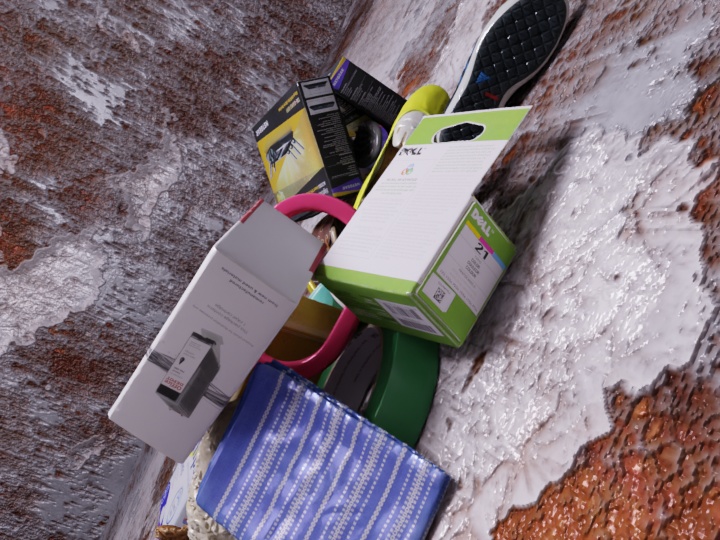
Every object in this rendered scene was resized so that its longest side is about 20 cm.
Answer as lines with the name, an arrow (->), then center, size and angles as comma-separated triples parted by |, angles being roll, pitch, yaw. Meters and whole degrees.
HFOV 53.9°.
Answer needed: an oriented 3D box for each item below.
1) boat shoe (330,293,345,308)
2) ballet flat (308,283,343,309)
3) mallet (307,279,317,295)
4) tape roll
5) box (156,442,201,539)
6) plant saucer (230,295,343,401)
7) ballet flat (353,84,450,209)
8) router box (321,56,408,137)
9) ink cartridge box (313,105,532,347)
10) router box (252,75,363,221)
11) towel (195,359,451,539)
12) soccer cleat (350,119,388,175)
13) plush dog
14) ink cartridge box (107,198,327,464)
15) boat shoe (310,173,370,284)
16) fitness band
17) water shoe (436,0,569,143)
boat shoe -> 0.000, 0.000, 0.882 | 0.200, 0.066, 0.057 | -101, 33, -71
ballet flat -> -0.063, 0.107, 0.953 | 0.201, 0.067, 0.070 | -59, 40, 19
mallet -> -0.088, -0.013, 1.049 | 0.066, 0.041, 0.201 | -46, 63, 39
tape roll -> 0.004, 0.129, 0.699 | 0.201, 0.048, 0.201 | -56, 17, 27
box -> -0.198, 0.295, 1.000 | 0.201, 0.104, 0.184 | -63, 16, 2
plant saucer -> -0.096, 0.129, 0.837 | 0.048, 0.199, 0.201 | 30, 95, 43
ballet flat -> 0.048, -0.123, 0.823 | 0.201, 0.067, 0.067 | -61, -4, 9
router box -> 0.003, -0.239, 1.078 | 0.052, 0.157, 0.200 | -61, 16, -5
ink cartridge box -> 0.071, -0.046, 0.634 | 0.147, 0.076, 0.201 | 10, 61, 54
router box -> -0.079, -0.162, 1.005 | 0.200, 0.052, 0.158 | -18, 91, 64
towel -> -0.040, 0.176, 0.570 | 0.199, 0.024, 0.146 | 26, 89, 31
soccer cleat -> 0.021, -0.173, 1.036 | 0.200, 0.073, 0.069 | 177, 101, -77
plush dog -> -0.124, 0.210, 0.719 | 0.200, 0.159, 0.173 | -98, 15, -65
ink cartridge box -> -0.126, 0.052, 0.649 | 0.200, 0.083, 0.147 | -53, 6, 22
boat shoe -> -0.031, -0.051, 1.048 | 0.200, 0.072, 0.072 | -50, 8, 25
fitness band -> -0.062, 0.018, 0.741 | 0.201, 0.143, 0.037 | -62, -8, 5
water shoe -> 0.140, -0.215, 0.750 | 0.200, 0.071, 0.079 | -55, 12, 29
